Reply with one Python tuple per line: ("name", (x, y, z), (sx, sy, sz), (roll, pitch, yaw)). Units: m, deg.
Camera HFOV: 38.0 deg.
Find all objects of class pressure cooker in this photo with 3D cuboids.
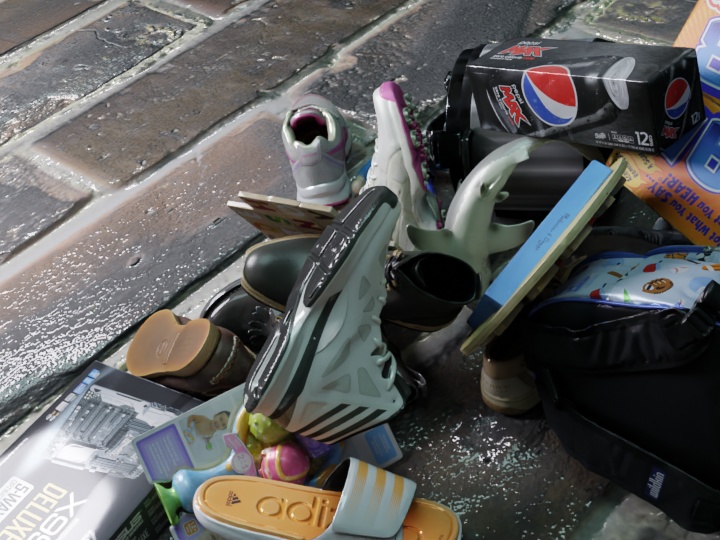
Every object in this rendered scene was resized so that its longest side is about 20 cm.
("pressure cooker", (0.167, -0.148, 1.072), (0.197, 0.176, 0.182), (2, 71, 22))

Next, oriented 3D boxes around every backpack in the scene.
("backpack", (0.224, 0.068, 0.796), (0.188, 0.203, 0.154), (6, 30, 39))

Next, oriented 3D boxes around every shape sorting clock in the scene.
("shape sorting clock", (0.149, -0.009, 0.843), (0.039, 0.201, 0.200), (39, 55, 8))

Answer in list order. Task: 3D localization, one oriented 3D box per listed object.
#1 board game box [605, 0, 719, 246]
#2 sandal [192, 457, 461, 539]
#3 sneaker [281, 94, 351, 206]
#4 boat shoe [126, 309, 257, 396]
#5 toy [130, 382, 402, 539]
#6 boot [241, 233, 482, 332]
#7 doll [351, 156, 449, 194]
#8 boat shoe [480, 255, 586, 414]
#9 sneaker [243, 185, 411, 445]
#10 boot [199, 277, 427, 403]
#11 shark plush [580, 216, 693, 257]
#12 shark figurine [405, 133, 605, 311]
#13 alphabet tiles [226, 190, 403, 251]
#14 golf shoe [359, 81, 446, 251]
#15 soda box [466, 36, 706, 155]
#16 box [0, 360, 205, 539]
("board game box", (0.373, -0.106, 0.873), (0.198, 0.202, 0.200), (6, 31, -38))
("sandal", (-0.023, 0.173, 0.770), (0.203, 0.060, 0.080), (9, 32, -1))
("sneaker", (-0.051, -0.162, 1.227), (0.080, 0.089, 0.201), (-13, 38, -1))
("boat shoe", (-0.155, 0.082, 0.954), (0.199, 0.070, 0.071), (6, 66, 61))
("toy", (-0.071, 0.144, 0.840), (0.198, 0.117, 0.047), (-26, -4, -13))
("boot", (0.000, 0.000, 0.878), (0.196, 0.138, 0.079), (6, 80, -7))
("doll", (0.052, -0.104, 1.159), (0.134, 0.049, 0.201), (-12, 32, 10))
("boat shoe", (0.174, 0.042, 0.932), (0.070, 0.065, 0.200), (17, 47, 33))
("sneaker", (0.002, 0.042, 0.816), (0.202, 0.114, 0.076), (-60, 18, 2))
("boot", (-0.049, 0.074, 0.952), (0.197, 0.070, 0.175), (-11, 38, -2))
("shark plush", (0.298, -0.031, 0.962), (0.198, 0.092, 0.084), (-23, 52, -20))
("shark figurine", (0.118, -0.075, 0.955), (0.127, 0.216, 0.090), (24, 22, -18))
("alphabet tiles", (-0.028, -0.026, 0.985), (0.165, 0.200, 0.008), (12, 76, 28))
("golf shoe", (0.031, -0.081, 1.020), (0.090, 0.203, 0.076), (-10, 23, 14))
("soda box", (0.184, -0.151, 0.879), (0.070, 0.064, 0.199), (-34, 31, -28))
("box", (-0.229, 0.178, 0.888), (0.156, 0.050, 0.200), (15, 45, 30))
